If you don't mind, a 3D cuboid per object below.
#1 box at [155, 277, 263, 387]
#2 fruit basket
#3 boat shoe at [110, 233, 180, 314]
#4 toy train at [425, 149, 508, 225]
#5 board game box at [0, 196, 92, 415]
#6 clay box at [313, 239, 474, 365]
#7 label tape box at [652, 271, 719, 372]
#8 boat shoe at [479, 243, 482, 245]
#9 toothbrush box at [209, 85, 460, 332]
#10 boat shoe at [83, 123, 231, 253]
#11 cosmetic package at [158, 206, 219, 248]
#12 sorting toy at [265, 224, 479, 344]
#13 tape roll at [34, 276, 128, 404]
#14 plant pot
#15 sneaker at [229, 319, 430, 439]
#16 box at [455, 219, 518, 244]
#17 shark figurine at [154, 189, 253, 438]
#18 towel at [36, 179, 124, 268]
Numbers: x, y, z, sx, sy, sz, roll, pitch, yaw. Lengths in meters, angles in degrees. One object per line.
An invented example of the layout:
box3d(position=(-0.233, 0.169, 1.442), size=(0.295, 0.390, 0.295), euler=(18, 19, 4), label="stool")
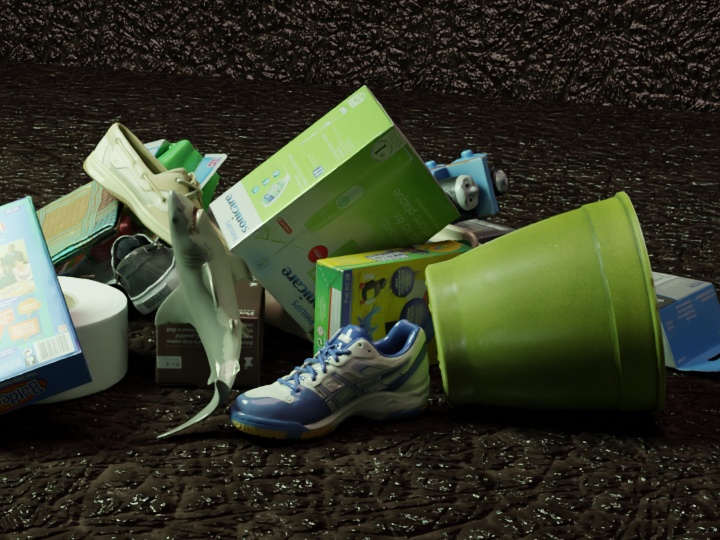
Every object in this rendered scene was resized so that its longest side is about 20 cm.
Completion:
box3d(position=(-0.145, 0.051, 1.475), size=(0.099, 0.076, 0.200), euler=(1, 16, -3), label="box")
box3d(position=(-0.258, -0.058, 1.658), size=(0.184, 0.094, 0.200), euler=(-5, 36, 51), label="fruit basket")
box3d(position=(-0.216, -0.005, 1.457), size=(0.070, 0.066, 0.200), euler=(-39, 11, 1), label="boat shoe")
box3d(position=(0.075, -0.083, 1.757), size=(0.199, 0.088, 0.114), euler=(-9, 10, 35), label="toy train")
box3d(position=(-0.331, 0.038, 1.286), size=(0.151, 0.045, 0.201), euler=(-19, 50, -9), label="board game box")
box3d(position=(0.046, 0.037, 1.467), size=(0.199, 0.116, 0.047), euler=(-9, 19, -36), label="clay box")
box3d(position=(0.309, 0.048, 1.567), size=(0.199, 0.067, 0.143), euler=(10, 16, 35), label="label tape box")
box3d(position=(0.112, 0.003, 1.697), size=(0.199, 0.077, 0.071), euler=(12, 19, 39), label="boat shoe")
box3d(position=(-0.025, -0.060, 1.482), size=(0.199, 0.146, 0.086), euler=(-36, 41, 5), label="toothbrush box")
box3d(position=(-0.199, -0.077, 1.547), size=(0.200, 0.065, 0.072), euler=(39, 10, 17), label="boat shoe")
box3d(position=(-0.127, -0.049, 1.706), size=(0.199, 0.074, 0.102), euler=(-30, 20, -6), label="cosmetic package")
box3d(position=(0.000, 0.000, 1.576), size=(0.200, 0.037, 0.184), euler=(-40, 36, -25), label="sorting toy")
box3d(position=(-0.320, 0.062, 1.407), size=(0.200, 0.072, 0.203), euler=(3, 15, -1), label="tape roll")
box3d(position=(0.160, 0.045, 1.351), size=(0.191, 0.202, 0.201), euler=(-10, 14, 1), label="plant pot")
box3d(position=(-0.027, 0.091, 1.305), size=(0.199, 0.089, 0.075), euler=(-10, 20, -35), label="sneaker")
box3d(position=(0.080, -0.037, 1.895), size=(0.157, 0.049, 0.199), euler=(-12, 20, -40), label="box")
box3d(position=(-0.148, 0.051, 1.333), size=(0.089, 0.216, 0.128), euler=(-15, -22, 16), label="shark figurine")
box3d(position=(-0.340, -0.037, 1.610), size=(0.199, 0.022, 0.147), euler=(-27, 30, 13), label="towel")
